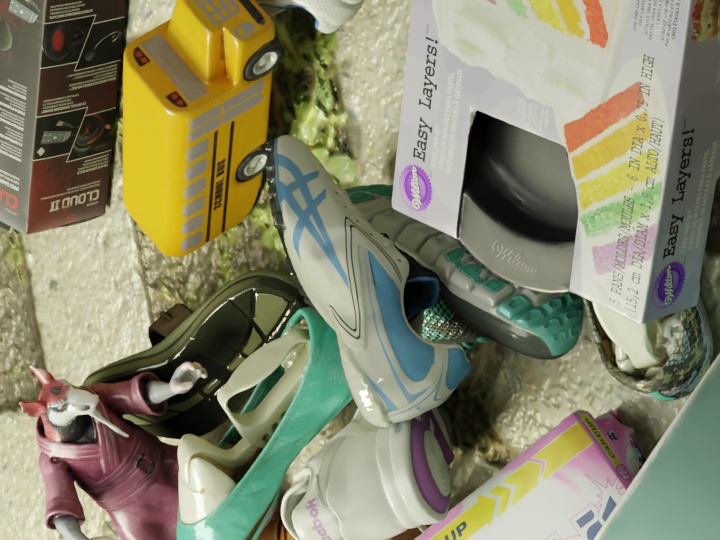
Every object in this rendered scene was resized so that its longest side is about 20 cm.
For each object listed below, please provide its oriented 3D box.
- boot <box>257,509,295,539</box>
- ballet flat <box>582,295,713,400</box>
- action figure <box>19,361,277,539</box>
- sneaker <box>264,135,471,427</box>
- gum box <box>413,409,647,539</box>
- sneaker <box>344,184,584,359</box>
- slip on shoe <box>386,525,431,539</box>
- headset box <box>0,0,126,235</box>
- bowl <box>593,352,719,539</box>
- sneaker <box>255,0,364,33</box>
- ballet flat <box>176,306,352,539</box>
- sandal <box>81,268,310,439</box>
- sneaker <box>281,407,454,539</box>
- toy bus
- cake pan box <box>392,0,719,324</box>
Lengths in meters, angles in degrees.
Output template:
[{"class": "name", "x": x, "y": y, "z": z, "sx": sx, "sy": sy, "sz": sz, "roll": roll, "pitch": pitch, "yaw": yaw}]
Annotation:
[{"class": "boot", "x": -0.008, "y": 0.236, "z": 1.664, "sx": 0.201, "sy": 0.076, "sz": 0.156, "roll": 65, "pitch": 153, "yaw": 25}, {"class": "ballet flat", "x": 0.136, "y": -0.025, "z": 1.464, "sx": 0.072, "sy": 0.072, "sz": 0.202, "roll": -21, "pitch": 86, "yaw": 46}, {"class": "action figure", "x": -0.145, "y": 0.119, "z": 1.728, "sx": 0.200, "sy": 0.134, "sz": 0.149, "roll": 47, "pitch": 169, "yaw": -28}, {"class": "sneaker", "x": 0.000, "y": 0.000, "z": 1.523, "sx": 0.072, "sy": 0.072, "sz": 0.201, "roll": 73, "pitch": 171, "yaw": -55}, {"class": "gum box", "x": 0.094, "y": 0.177, "z": 1.521, "sx": 0.200, "sy": 0.066, "sz": 0.114, "roll": -40, "pitch": 72, "yaw": 17}, {"class": "sneaker", "x": 0.054, "y": 0.019, "z": 1.564, "sx": 0.200, "sy": 0.077, "sz": 0.092, "roll": 30, "pitch": 125, "yaw": 47}, {"class": "slip on shoe", "x": 0.081, "y": 0.221, "z": 1.603, "sx": 0.200, "sy": 0.076, "sz": 0.061, "roll": 44, "pitch": 169, "yaw": 17}, {"class": "headset box", "x": -0.233, "y": -0.126, "z": 1.798, "sx": 0.148, "sy": 0.075, "sz": 0.201, "roll": 27, "pitch": 120, "yaw": 36}, {"class": "bowl", "x": 0.202, "y": 0.103, "z": 1.373, "sx": 0.105, "sy": 0.201, "sz": 0.201, "roll": 34, "pitch": 126, "yaw": 8}, {"class": "sneaker", "x": -0.065, "y": -0.223, "z": 1.597, "sx": 0.200, "sy": 0.080, "sz": 0.147, "roll": 34, "pitch": 120, "yaw": 27}, {"class": "ballet flat", "x": -0.069, "y": 0.103, "z": 1.650, "sx": 0.201, "sy": 0.070, "sz": 0.067, "roll": -55, "pitch": 27, "yaw": 6}, {"class": "sandal", "x": -0.097, "y": 0.049, "z": 1.729, "sx": 0.201, "sy": 0.080, "sz": 0.058, "roll": -33, "pitch": 34, "yaw": 37}, {"class": "sneaker", "x": 0.001, "y": 0.107, "z": 1.558, "sx": 0.099, "sy": 0.200, "sz": 0.075, "roll": -24, "pitch": 96, "yaw": 7}, {"class": "toy bus", "x": -0.098, "y": -0.095, "z": 1.637, "sx": 0.065, "sy": 0.078, "sz": 0.200, "roll": 50, "pitch": 157, "yaw": 22}, {"class": "cake pan box", "x": 0.102, "y": -0.090, "z": 1.394, "sx": 0.184, "sy": 0.052, "sz": 0.201, "roll": 29, "pitch": 122, "yaw": 40}]
